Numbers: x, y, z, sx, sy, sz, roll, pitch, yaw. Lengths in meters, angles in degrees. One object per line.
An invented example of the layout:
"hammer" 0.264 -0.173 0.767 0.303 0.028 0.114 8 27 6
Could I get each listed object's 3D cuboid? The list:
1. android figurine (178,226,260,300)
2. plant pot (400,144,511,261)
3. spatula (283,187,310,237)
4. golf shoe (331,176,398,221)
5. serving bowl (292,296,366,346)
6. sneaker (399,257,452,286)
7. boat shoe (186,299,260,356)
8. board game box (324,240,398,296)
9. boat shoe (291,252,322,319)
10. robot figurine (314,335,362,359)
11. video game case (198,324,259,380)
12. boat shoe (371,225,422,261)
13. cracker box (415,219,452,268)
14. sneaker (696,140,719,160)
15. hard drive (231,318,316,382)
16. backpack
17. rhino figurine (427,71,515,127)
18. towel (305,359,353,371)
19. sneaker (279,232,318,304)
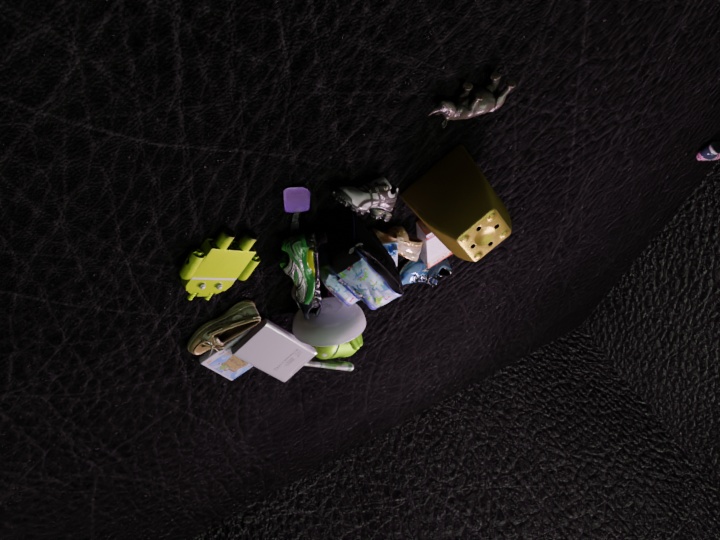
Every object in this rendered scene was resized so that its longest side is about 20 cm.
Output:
"android figurine" -0.303 -0.008 1.358 0.181 0.041 0.200 4 132 -53
"plant pot" 0.253 -0.139 1.553 0.195 0.201 0.194 -39 136 10
"spatula" -0.141 -0.112 1.390 0.056 0.021 0.200 -5 150 -11
"golf shoe" 0.014 -0.176 1.430 0.199 0.078 0.095 8 114 -57
"serving bowl" -0.086 0.121 1.693 0.199 0.200 0.066 -20 119 -27
"sneaker" 0.195 0.006 1.907 0.199 0.090 0.079 -19 150 -27
"boat shoe" -0.336 0.150 1.557 0.199 0.063 0.073 -37 155 6
"board game box" 0.000 0.000 1.661 0.198 0.026 0.200 -9 151 -3
"boat shoe" -0.121 0.039 1.584 0.074 0.093 0.201 -18 150 -21
"robot figurine" -0.080 0.201 1.880 0.175 0.117 0.199 -14 170 38
"video game case" -0.321 0.222 1.742 0.181 0.022 0.200 -34 154 -1
"boat shoe" 0.094 -0.084 1.674 0.199 0.074 0.070 20 98 -50
"cracker box" 0.229 -0.102 1.803 0.133 0.058 0.200 -31 154 -8
"sneaker" 1.427 -0.478 2.584 0.199 0.071 0.082 -4 158 -42
"hard drive" -0.229 0.217 1.711 0.132 0.027 0.200 -42 132 12
"backpack" -0.002 -0.006 1.489 0.147 0.184 0.200 -34 123 19
"rhino figurine" 0.232 -0.360 1.370 0.199 0.060 0.088 -22 162 -17
"towel" -0.136 0.270 1.884 0.199 0.031 0.149 11 170 -25
"sneaker" -0.141 -0.005 1.473 0.084 0.078 0.201 0 129 1
